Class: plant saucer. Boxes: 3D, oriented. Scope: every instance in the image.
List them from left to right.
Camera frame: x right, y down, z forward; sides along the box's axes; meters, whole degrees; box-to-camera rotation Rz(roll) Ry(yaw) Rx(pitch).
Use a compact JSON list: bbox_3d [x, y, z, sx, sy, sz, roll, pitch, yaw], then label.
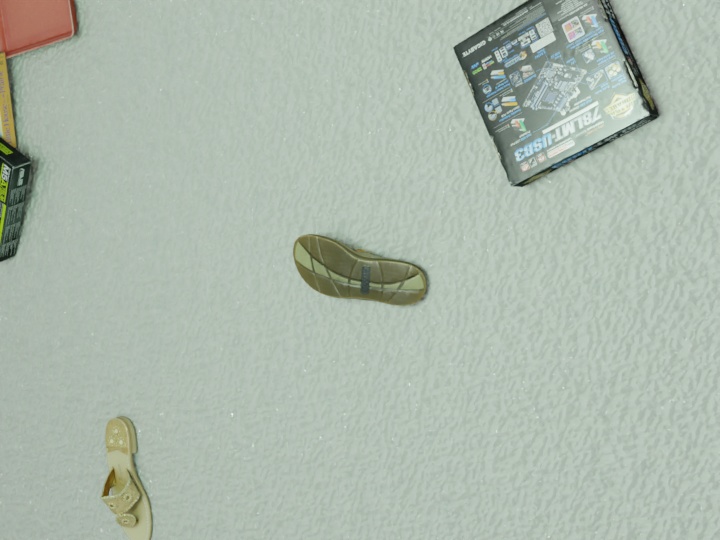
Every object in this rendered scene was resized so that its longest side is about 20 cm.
[{"bbox_3d":[-0.543,-0.460,1.837,0.198,0.037,0.203,-8,90,31],"label":"plant saucer"}]

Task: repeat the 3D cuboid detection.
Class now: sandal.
[{"bbox_3d":[-0.395,0.347,1.805,0.077,0.069,0.214,-7,91,31],"label":"sandal"},{"bbox_3d":[0.000,0.000,1.551,0.198,0.054,0.081,13,107,14],"label":"sandal"}]

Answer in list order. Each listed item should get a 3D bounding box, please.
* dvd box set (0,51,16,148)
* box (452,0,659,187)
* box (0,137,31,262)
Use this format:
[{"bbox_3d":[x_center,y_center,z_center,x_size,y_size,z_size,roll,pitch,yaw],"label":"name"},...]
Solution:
[{"bbox_3d":[-0.650,-0.271,1.901,0.145,0.029,0.202,10,110,32],"label":"dvd box set"},{"bbox_3d":[0.237,-0.235,1.383,0.199,0.050,0.200,-28,81,30],"label":"box"},{"bbox_3d":[-0.648,-0.146,1.892,0.192,0.047,0.201,33,124,18],"label":"box"}]
